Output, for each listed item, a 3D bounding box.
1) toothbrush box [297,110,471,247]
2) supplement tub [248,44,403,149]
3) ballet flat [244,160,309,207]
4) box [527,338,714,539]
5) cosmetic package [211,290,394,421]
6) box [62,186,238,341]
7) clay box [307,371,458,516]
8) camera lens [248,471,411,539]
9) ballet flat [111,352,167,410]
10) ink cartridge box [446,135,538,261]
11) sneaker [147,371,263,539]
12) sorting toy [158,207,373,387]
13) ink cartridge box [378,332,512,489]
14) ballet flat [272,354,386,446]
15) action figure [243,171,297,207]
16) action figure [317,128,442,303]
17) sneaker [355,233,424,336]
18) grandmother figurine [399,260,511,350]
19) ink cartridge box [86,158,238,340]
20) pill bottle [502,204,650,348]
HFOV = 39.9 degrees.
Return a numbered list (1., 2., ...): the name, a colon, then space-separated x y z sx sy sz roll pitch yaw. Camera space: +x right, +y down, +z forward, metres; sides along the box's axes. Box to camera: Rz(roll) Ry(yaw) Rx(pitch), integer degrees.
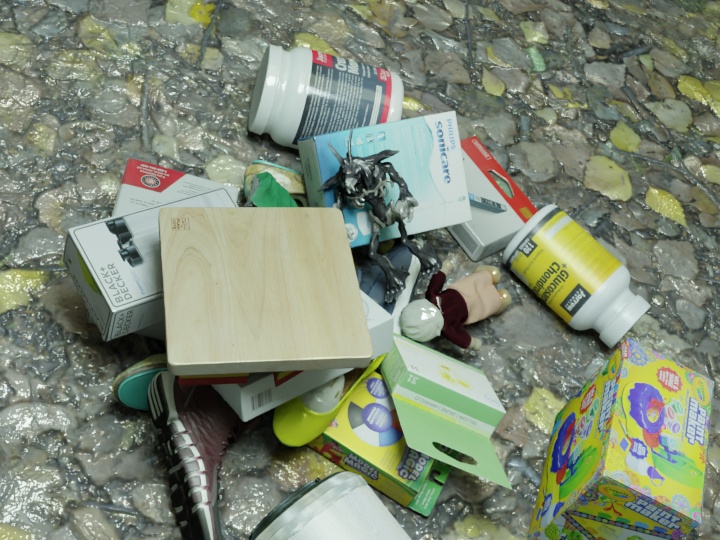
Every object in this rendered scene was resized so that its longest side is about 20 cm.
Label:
1. toothbrush box: 0.032 -0.118 1.290 0.198 0.085 0.148 -14 99 -17
2. supplement tub: -0.049 -0.235 1.412 0.198 0.141 0.141 12 50 -14
3. ballet flat: -0.063 -0.096 1.345 0.198 0.071 0.071 11 50 -17
4. box: 0.306 0.228 1.168 0.121 0.193 0.201 26 47 -2
5. cosmetic package: -0.085 0.068 1.097 0.199 0.052 0.150 -23 40 -30
6. box: -0.215 -0.011 1.107 0.199 0.060 0.117 -19 65 -33
7. clay box: 0.021 0.189 1.172 0.199 0.048 0.115 31 48 3
8. camera lens: -0.013 0.315 0.982 0.159 0.160 0.200 -27 68 -37
9. ballet flat: -0.188 0.117 1.134 0.198 0.071 0.071 -3 55 -25
10. ink cartridge box: 0.177 -0.125 1.489 0.175 0.045 0.201 -23 66 -34
11. sneaker: -0.148 0.195 1.059 0.115 0.076 0.202 -9 75 -33
12. sorting toy: -0.104 0.031 1.019 0.196 0.070 0.201 -1 49 -15
13. ink cartridge box: 0.103 0.158 1.159 0.144 0.048 0.200 25 15 -19
14. ballet flat: -0.029 0.116 1.131 0.067 0.067 0.200 39 50 9
15. action figure: -0.102 -0.072 1.201 0.118 0.055 0.200 45 9 -25
16. action figure: 0.020 -0.065 1.188 0.201 0.118 0.102 57 19 -18
17. sneaker: 0.000 0.000 1.292 0.145 0.077 0.203 25 49 -7
18. grandmother figurine: 0.122 0.050 1.288 0.199 0.061 0.122 -15 70 -49
19. ink cartridge box: -0.237 -0.021 1.200 0.143 0.084 0.202 15 49 -13
20. pill bottle: 0.304 0.011 1.390 0.200 0.112 0.112 44 50 14
